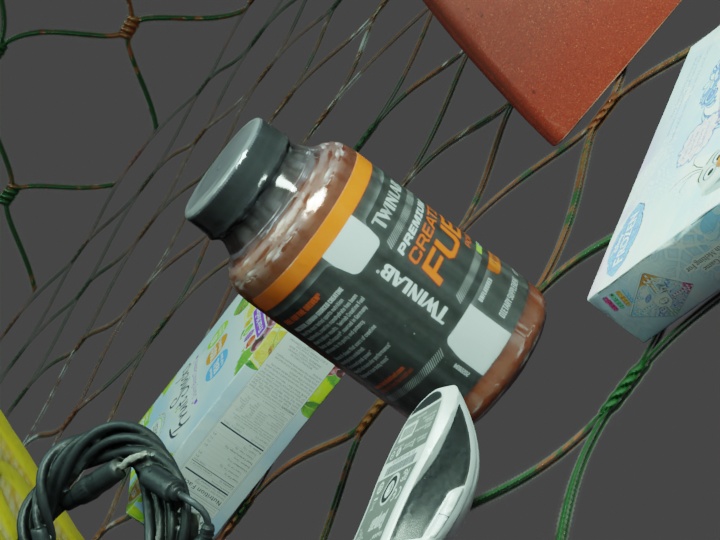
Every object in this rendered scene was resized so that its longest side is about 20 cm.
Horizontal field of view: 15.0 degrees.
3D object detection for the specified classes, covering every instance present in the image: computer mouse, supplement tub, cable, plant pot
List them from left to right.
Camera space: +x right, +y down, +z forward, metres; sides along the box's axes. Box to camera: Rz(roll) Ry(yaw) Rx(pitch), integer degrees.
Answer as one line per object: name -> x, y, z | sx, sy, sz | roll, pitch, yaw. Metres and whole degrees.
cable -> -0.185, 0.204, 1.857 | 0.163, 0.051, 0.200 | 37, 107, 36
supplement tub -> 0.000, 0.000, 1.542 | 0.107, 0.200, 0.107 | -50, 13, 16
computer mouse -> 0.021, 0.152, 1.423 | 0.200, 0.044, 0.110 | -65, 11, -22
plant pot -> 0.118, -0.233, 1.811 | 0.200, 0.176, 0.200 | -51, 13, 15

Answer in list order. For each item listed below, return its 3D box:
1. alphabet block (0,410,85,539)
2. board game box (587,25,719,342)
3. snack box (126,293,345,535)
alphabet block -> -0.326, 0.231, 2.021 | 0.200, 0.195, 0.196 | -29, 18, 8
board game box -> 0.211, -0.085, 1.354 | 0.199, 0.043, 0.200 | -39, 19, 48
snack box -> -0.082, 0.085, 1.940 | 0.200, 0.068, 0.169 | -53, 12, 11
